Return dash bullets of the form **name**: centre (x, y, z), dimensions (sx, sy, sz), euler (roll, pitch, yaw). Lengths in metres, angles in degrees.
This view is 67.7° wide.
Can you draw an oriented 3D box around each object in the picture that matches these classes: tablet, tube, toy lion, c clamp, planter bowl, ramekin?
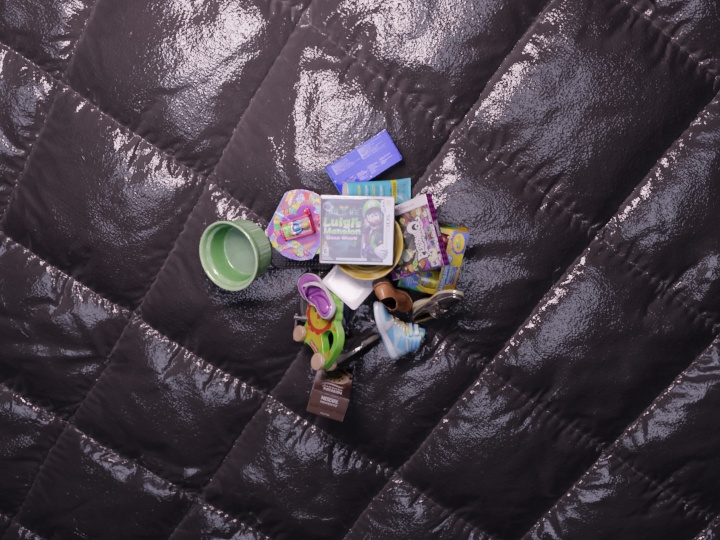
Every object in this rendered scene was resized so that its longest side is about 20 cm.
- **tablet**: centre (0.000, 0.000, 1.548), dimensions (0.130, 0.014, 0.200), euler (40, 80, 11)
- **tube**: centre (0.049, -0.219, 1.497), dimensions (0.199, 0.050, 0.078), euler (-3, 102, -20)
- **toy lion**: centre (-0.105, 0.161, 1.560), dimensions (0.068, 0.200, 0.192), euler (13, 116, -42)
- **c clamp**: centre (-0.110, 0.132, 1.650), dimensions (0.198, 0.027, 0.172), euler (1, 102, 4)
- **planter bowl**: centre (0.019, -0.078, 1.487), dimensions (0.199, 0.083, 0.202), euler (1, 97, 5)
- **ramekin**: centre (-0.352, -0.051, 1.538), dimensions (0.199, 0.098, 0.201), euler (7, 108, 23)

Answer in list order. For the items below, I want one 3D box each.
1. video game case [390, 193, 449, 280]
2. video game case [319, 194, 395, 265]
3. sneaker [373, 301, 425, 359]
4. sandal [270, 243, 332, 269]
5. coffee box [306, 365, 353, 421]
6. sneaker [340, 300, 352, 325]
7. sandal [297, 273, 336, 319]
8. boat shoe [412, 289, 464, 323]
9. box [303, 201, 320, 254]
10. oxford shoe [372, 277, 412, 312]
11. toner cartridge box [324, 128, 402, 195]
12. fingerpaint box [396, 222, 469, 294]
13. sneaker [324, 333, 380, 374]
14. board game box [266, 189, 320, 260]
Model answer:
- **video game case**: centre (0.141, -0.089, 1.480), dimensions (0.181, 0.036, 0.201), euler (-17, 85, 41)
- **video game case**: centre (-0.010, -0.107, 1.432), dimensions (0.198, 0.023, 0.183), euler (2, 97, 4)
- **sneaker**: centre (0.120, 0.165, 1.620), dimensions (0.130, 0.080, 0.201), euler (-18, 115, 10)
- **sandal**: centre (-0.181, -0.041, 1.594), dimensions (0.199, 0.045, 0.076), euler (7, 113, -15)
- **coffee box**: centre (-0.088, 0.356, 1.623), dimensions (0.112, 0.200, 0.080), euler (17, 108, -3)
- **sneaker**: centre (-0.008, 0.065, 1.586), dimensions (0.108, 0.070, 0.202), euler (3, 94, 1)
- **sandal**: centre (-0.135, 0.065, 1.549), dimensions (0.050, 0.202, 0.083), euler (17, 105, -43)
- **boat shoe**: centre (0.222, 0.109, 1.550), dimensions (0.072, 0.066, 0.200), euler (27, 149, -27)
- **box**: centre (-0.052, -0.138, 1.543), dimensions (0.199, 0.036, 0.145), euler (-13, 96, 7)
- **oxford shoe**: centre (0.097, 0.092, 1.554), dimensions (0.071, 0.072, 0.200), euler (-28, 147, 21)
- **toner cartridge box**: centre (0.009, -0.300, 1.499), dimensions (0.199, 0.043, 0.095), euler (-30, 102, 11)
- **fingerpaint box**: centre (0.207, -0.038, 1.554), dimensions (0.166, 0.073, 0.201), euler (13, 107, -1)
- **sneaker**: centre (-0.042, 0.223, 1.644), dimensions (0.199, 0.076, 0.115), euler (-27, 63, -13)
- **board game box**: centre (-0.175, -0.129, 1.515), dimensions (0.157, 0.039, 0.201), euler (29, 98, 1)
